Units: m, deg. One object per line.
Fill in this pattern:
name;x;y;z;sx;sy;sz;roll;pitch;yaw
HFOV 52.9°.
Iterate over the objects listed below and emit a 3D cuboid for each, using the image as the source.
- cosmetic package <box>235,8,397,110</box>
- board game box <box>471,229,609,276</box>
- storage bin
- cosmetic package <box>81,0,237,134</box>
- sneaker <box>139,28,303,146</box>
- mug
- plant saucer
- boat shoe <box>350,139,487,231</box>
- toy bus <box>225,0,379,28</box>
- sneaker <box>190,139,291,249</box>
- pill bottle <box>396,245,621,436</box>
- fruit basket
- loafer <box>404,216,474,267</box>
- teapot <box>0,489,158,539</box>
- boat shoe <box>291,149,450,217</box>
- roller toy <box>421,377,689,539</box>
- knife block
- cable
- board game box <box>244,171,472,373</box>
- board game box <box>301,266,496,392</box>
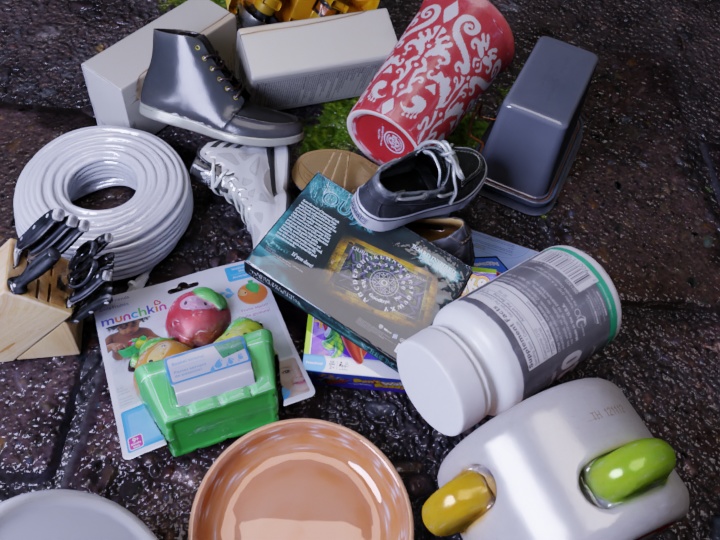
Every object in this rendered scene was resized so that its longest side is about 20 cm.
cosmetic package;-0.059;-0.274;0.953;0.199;0.104;0.074;-14;79;-17
board game box;0.183;0.016;0.840;0.199;0.020;0.103;19;54;8
storage bin;0.220;-0.200;0.929;0.145;0.135;0.200;24;55;11
cosmetic package;-0.252;-0.261;0.942;0.073;0.104;0.200;33;59;16
sneaker;-0.158;-0.214;0.850;0.198;0.107;0.075;12;23;-4
mug;0.091;-0.210;0.889;0.133;0.178;0.200;16;62;42
plant saucer;-0.052;0.233;0.650;0.198;0.038;0.201;3;55;-4
boat shoe;0.076;-0.103;0.768;0.198;0.068;0.074;-18;68;-37
toy bus;-0.096;-0.417;1.022;0.199;0.136;0.193;11;42;-36
sneaker;-0.141;-0.080;0.832;0.114;0.076;0.201;8;44;-14
pill bottle;0.139;0.064;0.682;0.199;0.113;0.113;-27;61;-24
fruit basket;-0.162;0.072;0.720;0.184;0.094;0.201;-15;54;-16
loafer;0.030;-0.038;0.820;0.198;0.073;0.073;0;52;8
teapot;-0.237;0.278;0.538;0.197;0.146;0.201;25;27;-28
boat shoe;0.013;-0.091;0.872;0.199;0.069;0.071;17;76;16
roller toy;0.164;0.184;0.619;0.199;0.182;0.140;-34;60;11
knife block;-0.332;0.015;0.690;0.198;0.176;0.064;-5;54;-9
cable;-0.294;-0.080;0.827;0.199;0.069;0.200;25;56;12
board game box;0.000;0.000;0.744;0.199;0.028;0.136;33;64;8
board game box;0.043;0.058;0.767;0.198;0.045;0.135;5;64;-2
